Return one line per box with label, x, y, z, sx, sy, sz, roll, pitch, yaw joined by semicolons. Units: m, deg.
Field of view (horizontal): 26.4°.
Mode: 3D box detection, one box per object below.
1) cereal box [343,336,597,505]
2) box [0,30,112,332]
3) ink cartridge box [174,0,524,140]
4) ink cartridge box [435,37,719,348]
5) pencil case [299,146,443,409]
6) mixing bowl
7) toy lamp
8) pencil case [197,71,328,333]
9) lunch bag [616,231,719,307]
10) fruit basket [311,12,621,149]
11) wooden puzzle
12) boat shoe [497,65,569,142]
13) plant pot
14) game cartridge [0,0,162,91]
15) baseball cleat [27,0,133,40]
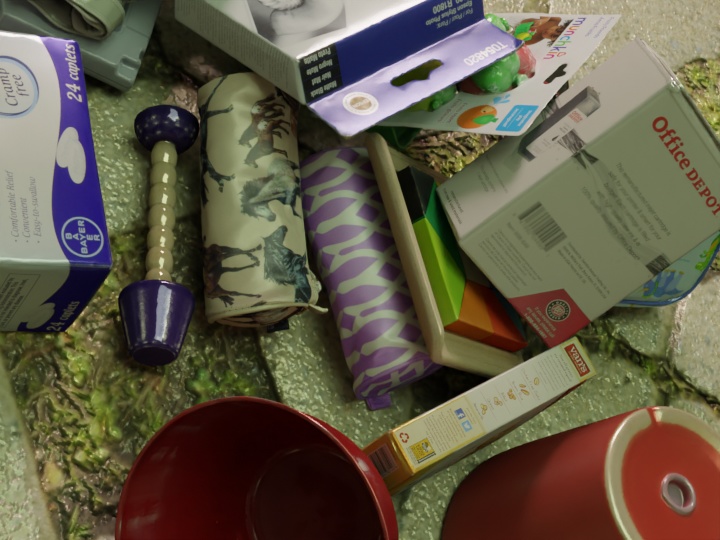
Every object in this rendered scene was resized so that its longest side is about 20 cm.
cereal box;0.065;0.122;1.135;0.199;0.144;0.040;-22;77;-37
box;-0.287;-0.063;1.042;0.199;0.105;0.185;2;63;-31
ink cartridge box;-0.007;-0.198;1.176;0.199;0.041;0.200;-31;53;-33
ink cartridge box;0.181;-0.058;1.185;0.146;0.200;0.085;46;14;-35
pencil case;0.000;0.000;1.199;0.084;0.085;0.201;-2;65;-40
mixing bowl;-0.051;0.178;1.024;0.201;0.200;0.108;60;23;10
toy lamp;-0.148;-0.025;1.141;0.058;0.058;0.201;16;56;-24
pencil case;-0.077;-0.057;1.162;0.089;0.078;0.201;1;77;-19
lunch bag;0.219;-0.046;1.318;0.199;0.161;0.083;3;32;-28
fruit basket;0.083;-0.170;1.240;0.185;0.199;0.094;-48;127;-38
wooden puzzle;0.077;-0.005;1.215;0.200;0.037;0.186;27;43;-61
boat shoe;0.161;-0.139;1.393;0.073;0.063;0.202;28;52;-13
plant pot;0.187;0.197;1.149;0.199;0.177;0.202;15;57;-24
game cartridge;-0.219;-0.248;1.231;0.133;0.041;0.201;27;53;-21
baseball cleat;-0.179;-0.229;1.193;0.199;0.070;0.107;-5;81;-29
